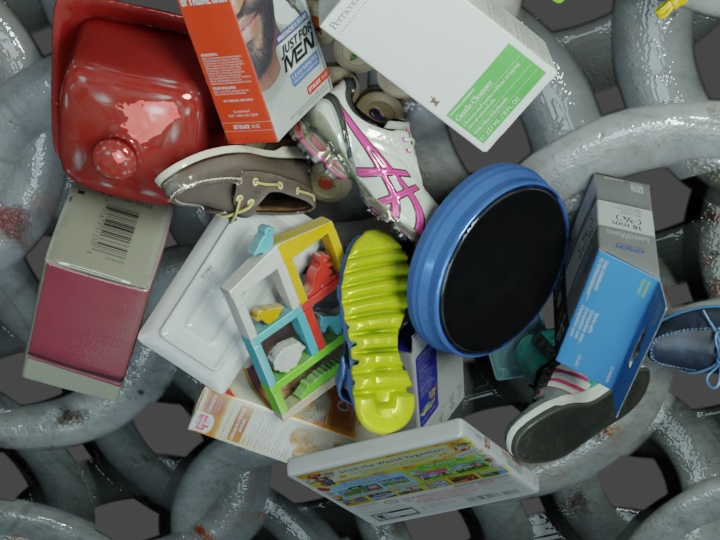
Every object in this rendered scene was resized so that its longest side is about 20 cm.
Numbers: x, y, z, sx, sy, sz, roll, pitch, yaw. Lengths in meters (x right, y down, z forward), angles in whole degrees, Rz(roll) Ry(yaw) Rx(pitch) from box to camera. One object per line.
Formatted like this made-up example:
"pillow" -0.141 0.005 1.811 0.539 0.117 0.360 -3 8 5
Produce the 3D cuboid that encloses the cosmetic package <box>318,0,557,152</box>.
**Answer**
"cosmetic package" 0.069 -0.216 1.319 0.200 0.085 0.108 33 113 -19

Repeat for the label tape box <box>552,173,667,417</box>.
"label tape box" 0.239 0.020 1.407 0.063 0.200 0.145 13 127 -4

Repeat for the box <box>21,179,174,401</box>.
"box" -0.274 0.021 1.495 0.108 0.128 0.200 16 138 -8

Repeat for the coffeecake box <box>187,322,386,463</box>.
"coffeecake box" -0.070 0.128 1.553 0.199 0.154 0.073 20 129 -8

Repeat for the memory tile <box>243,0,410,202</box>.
"memory tile" -0.038 -0.163 1.421 0.153 0.017 0.200 28 124 -14

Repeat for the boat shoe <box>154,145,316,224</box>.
"boat shoe" -0.112 -0.078 1.366 0.072 0.200 0.060 -28 79 32

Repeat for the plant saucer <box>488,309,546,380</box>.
"plant saucer" 0.157 0.034 1.543 0.070 0.019 0.201 -10 124 14

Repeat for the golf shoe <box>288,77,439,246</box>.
"golf shoe" 0.029 -0.098 1.395 0.200 0.073 0.092 42 96 -13

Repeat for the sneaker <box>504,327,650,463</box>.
"sneaker" 0.197 0.122 1.512 0.121 0.199 0.084 34 132 39

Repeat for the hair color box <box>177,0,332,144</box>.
"hair color box" -0.100 -0.229 1.301 0.064 0.111 0.201 0 123 33

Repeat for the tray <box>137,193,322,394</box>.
"tray" -0.130 0.015 1.446 0.107 0.022 0.201 33 92 0

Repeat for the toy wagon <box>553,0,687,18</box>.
"toy wagon" 0.217 -0.304 1.271 0.200 0.040 0.155 40 121 -22

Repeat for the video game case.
"video game case" 0.056 0.209 1.467 0.199 0.023 0.182 -16 147 26

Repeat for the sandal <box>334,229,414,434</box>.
"sandal" 0.006 0.060 1.431 0.079 0.087 0.201 4 85 -20

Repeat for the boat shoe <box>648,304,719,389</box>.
"boat shoe" 0.402 0.078 1.513 0.199 0.069 0.084 -7 125 12

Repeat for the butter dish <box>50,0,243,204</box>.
"butter dish" -0.216 -0.138 1.374 0.198 0.148 0.201 12 127 2

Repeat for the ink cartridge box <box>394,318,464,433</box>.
"ink cartridge box" 0.070 0.097 1.529 0.039 0.100 0.201 24 142 25

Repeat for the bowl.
"bowl" 0.131 -0.006 1.420 0.039 0.200 0.201 31 140 40

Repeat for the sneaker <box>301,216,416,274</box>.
"sneaker" 0.000 0.000 1.502 0.199 0.071 0.100 -12 119 10

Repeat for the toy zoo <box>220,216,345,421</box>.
"toy zoo" -0.062 0.037 1.432 0.131 0.020 0.201 -35 126 -23
